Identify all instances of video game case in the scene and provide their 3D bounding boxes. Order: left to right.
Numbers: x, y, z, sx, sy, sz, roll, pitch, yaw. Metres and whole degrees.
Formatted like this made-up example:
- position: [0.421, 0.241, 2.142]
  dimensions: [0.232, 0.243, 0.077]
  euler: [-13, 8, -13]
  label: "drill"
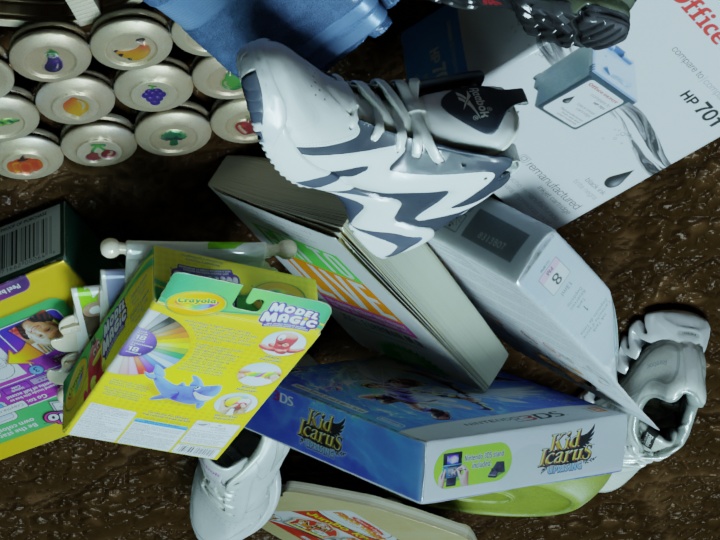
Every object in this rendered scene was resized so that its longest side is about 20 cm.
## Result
- position: [0.049, 0.102, 1.382]
  dimensions: [0.181, 0.200, 0.046]
  euler: [-3, 103, -39]
  label: "video game case"

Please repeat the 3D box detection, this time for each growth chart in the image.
- position: [-0.133, 0.038, 1.349]
  dimensions: [0.144, 0.018, 0.200]
  euler: [4, 144, -14]
  label: "growth chart"

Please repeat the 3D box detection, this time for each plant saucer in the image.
- position: [0.091, 0.158, 1.540]
  dimensions: [0.200, 0.031, 0.200]
  euler: [7, 163, 2]
  label: "plant saucer"

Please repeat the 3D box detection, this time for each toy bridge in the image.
- position: [-0.170, -0.175, 1.186]
  dimensions: [0.200, 0.027, 0.067]
  euler: [-16, 140, 10]
  label: "toy bridge"

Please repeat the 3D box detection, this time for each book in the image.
- position: [0.000, 0.000, 1.354]
  dimensions: [0.134, 0.048, 0.200]
  euler: [17, 158, 43]
  label: "book"

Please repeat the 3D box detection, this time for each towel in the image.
- position: [-0.080, -0.181, 1.126]
  dimensions: [0.112, 0.049, 0.200]
  euler: [-31, 128, 33]
  label: "towel"

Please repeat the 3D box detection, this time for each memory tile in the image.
- position: [-0.152, -0.110, 1.252]
  dimensions: [0.200, 0.017, 0.153]
  euler: [-9, 150, 5]
  label: "memory tile"

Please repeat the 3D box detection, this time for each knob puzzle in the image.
- position: [0.012, 0.202, 1.609]
  dimensions: [0.219, 0.030, 0.220]
  euler: [14, 157, 6]
  label: "knob puzzle"

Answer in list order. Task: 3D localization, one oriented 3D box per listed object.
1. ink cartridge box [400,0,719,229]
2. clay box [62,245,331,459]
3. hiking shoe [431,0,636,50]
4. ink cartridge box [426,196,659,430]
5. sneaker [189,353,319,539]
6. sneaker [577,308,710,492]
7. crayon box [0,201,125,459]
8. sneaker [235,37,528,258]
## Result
- position: [0.148, -0.129, 1.232]
  dimensions: [0.200, 0.086, 0.146]
  euler: [-29, 134, 27]
  label: "ink cartridge box"
- position: [-0.108, 0.050, 1.314]
  dimensions: [0.115, 0.048, 0.200]
  euler: [12, 141, -24]
  label: "clay box"
- position: [0.073, -0.200, 1.144]
  dimensions: [0.200, 0.101, 0.076]
  euler: [24, 170, 9]
  label: "hiking shoe"
- position: [0.113, 0.013, 1.344]
  dimensions: [0.200, 0.162, 0.057]
  euler: [38, 85, -42]
  label: "ink cartridge box"
- position: [-0.098, 0.140, 1.506]
  dimensions: [0.100, 0.075, 0.200]
  euler: [-25, 151, -46]
  label: "sneaker"
- position: [0.209, 0.117, 1.532]
  dimensions: [0.075, 0.081, 0.200]
  euler: [5, 140, -15]
  label: "sneaker"
- position: [-0.248, 0.053, 1.421]
  dimensions: [0.200, 0.058, 0.173]
  euler: [-20, 139, 16]
  label: "crayon box"
- position: [0.024, -0.088, 1.143]
  dimensions: [0.129, 0.080, 0.199]
  euler: [-25, 138, 17]
  label: "sneaker"
